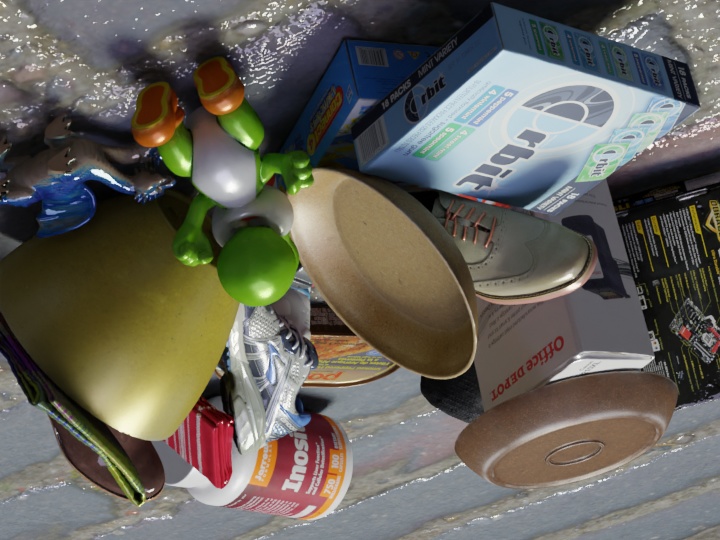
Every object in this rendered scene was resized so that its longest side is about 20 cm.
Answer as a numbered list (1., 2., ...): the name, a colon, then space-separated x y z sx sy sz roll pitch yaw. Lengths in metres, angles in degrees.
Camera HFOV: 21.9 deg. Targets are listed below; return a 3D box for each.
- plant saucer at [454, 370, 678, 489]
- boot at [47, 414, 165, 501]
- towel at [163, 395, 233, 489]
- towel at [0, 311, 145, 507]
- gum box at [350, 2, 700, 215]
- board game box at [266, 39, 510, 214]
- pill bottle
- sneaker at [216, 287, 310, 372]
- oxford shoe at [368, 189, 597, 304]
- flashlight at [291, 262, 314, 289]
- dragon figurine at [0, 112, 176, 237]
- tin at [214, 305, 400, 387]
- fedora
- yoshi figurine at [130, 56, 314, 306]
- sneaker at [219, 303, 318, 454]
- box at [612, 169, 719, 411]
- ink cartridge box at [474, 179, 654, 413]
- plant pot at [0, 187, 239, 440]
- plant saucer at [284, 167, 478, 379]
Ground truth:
1. plant saucer: 0.181 0.143 1.597 0.199 0.035 0.201 -12 155 -6
2. boot: -0.233 0.125 1.660 0.072 0.200 0.166 -44 -174 -23
3. towel: -0.191 0.107 1.678 0.022 0.200 0.145 -44 162 -23
4. towel: -0.245 0.102 1.500 0.023 0.200 0.144 -42 127 -5
5. gum box: 0.122 -0.114 1.382 0.199 0.045 0.170 10 146 -37
6. board game box: 0.047 -0.099 1.490 0.199 0.056 0.196 1 150 -23
7. pill bottle: -0.113 0.192 1.918 0.199 0.114 0.113 14 143 -41
8. sneaker: -0.135 0.062 1.695 0.199 0.087 0.075 -17 155 15
9. oxford shoe: 0.086 -0.023 1.443 0.199 0.071 0.074 7 158 31
10. flashlight: 0.000 0.000 1.651 0.068 0.068 0.199 -40 142 26
11. dragon figurine: -0.239 -0.066 1.438 0.199 0.059 0.099 -21 151 15
12. tin: -0.050 0.074 1.805 0.199 0.042 0.112 3 145 -26
13. fedora: 0.128 0.103 1.766 0.199 0.092 0.201 19 180 0
14. yoshi figurine: -0.094 -0.051 1.405 0.112 0.112 0.201 12 142 38
15. sneaker: -0.083 0.063 1.626 0.085 0.077 0.201 -13 124 -13
16. box: 0.285 0.025 1.689 0.159 0.201 0.049 -16 -165 6
17. ink cartridge box: 0.158 0.018 1.598 0.084 0.201 0.145 5 149 -29
18. plant pot: -0.176 0.016 1.509 0.142 0.200 0.200 -44 143 14
19. plant saucer: 0.024 -0.005 1.440 0.035 0.200 0.201 -41 165 -27
